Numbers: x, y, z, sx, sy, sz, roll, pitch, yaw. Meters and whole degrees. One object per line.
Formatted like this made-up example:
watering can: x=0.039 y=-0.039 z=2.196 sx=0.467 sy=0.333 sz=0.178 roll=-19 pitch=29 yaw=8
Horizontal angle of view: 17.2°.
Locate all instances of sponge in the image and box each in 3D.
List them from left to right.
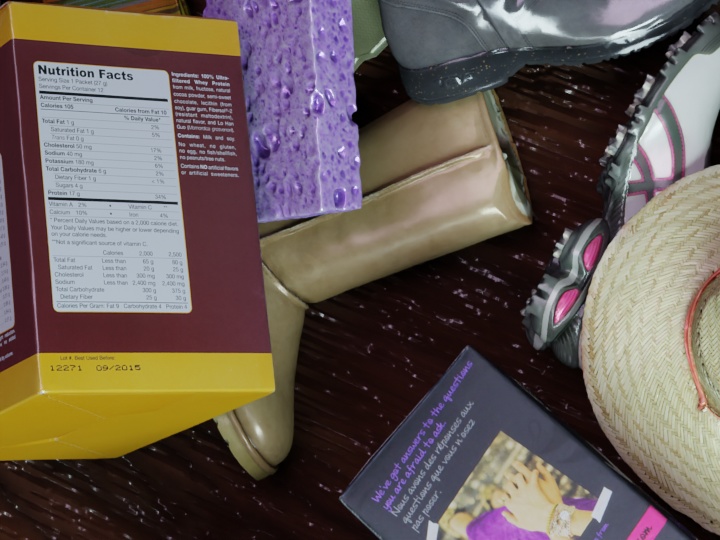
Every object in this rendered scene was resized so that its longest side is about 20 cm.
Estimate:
sponge: x=-0.045 y=-0.127 z=1.257 sx=0.111 sy=0.030 sz=0.202 roll=-4 pitch=89 yaw=56

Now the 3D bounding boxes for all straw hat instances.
straw hat: x=0.207 y=0.040 z=1.168 sx=0.199 sy=0.085 sz=0.203 roll=0 pitch=87 yaw=4

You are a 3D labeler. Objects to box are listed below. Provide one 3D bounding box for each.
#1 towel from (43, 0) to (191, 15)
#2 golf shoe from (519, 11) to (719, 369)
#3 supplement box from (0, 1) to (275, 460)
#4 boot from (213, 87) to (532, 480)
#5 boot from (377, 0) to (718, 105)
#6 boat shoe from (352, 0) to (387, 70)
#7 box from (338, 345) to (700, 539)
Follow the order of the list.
towel: x=-0.161 y=-0.209 z=1.390 sx=0.086 sy=0.018 sz=0.201 roll=-14 pitch=100 yaw=16
golf shoe: x=0.161 y=-0.035 z=1.256 sx=0.088 sy=0.077 sz=0.201 roll=26 pitch=89 yaw=5
supplement box: x=-0.157 y=-0.014 z=1.267 sx=0.197 sy=0.132 sz=0.202 roll=-25 pitch=68 yaw=56
boot: x=0.000 y=0.000 z=1.300 sx=0.199 sy=0.066 sz=0.176 roll=-22 pitch=70 yaw=12
boot: x=0.091 y=-0.173 z=1.247 sx=0.199 sy=0.132 sz=0.070 roll=-20 pitch=32 yaw=7
boat shoe: x=-0.047 y=-0.126 z=1.353 sx=0.200 sy=0.075 sz=0.069 roll=-39 pitch=46 yaw=10
box: x=0.106 y=0.148 z=1.189 sx=0.200 sy=0.122 sz=0.106 roll=42 pitch=91 yaw=24
